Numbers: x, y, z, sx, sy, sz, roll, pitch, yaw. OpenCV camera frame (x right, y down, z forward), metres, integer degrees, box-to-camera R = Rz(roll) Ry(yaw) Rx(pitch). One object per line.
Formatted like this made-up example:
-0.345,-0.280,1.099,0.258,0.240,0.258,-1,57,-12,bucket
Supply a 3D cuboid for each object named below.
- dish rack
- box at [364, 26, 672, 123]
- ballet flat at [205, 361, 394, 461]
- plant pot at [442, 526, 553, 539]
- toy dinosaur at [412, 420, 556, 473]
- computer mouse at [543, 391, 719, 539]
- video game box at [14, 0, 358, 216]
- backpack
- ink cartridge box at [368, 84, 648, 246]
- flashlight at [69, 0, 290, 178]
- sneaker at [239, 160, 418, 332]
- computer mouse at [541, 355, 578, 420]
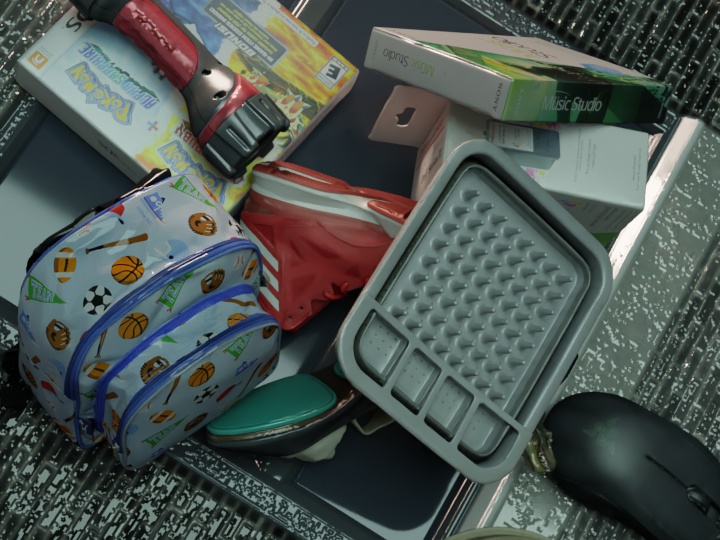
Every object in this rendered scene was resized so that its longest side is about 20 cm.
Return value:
0.076,0.028,1.118,0.172,0.044,0.200,40,72,-23,dish rack
0.122,-0.148,1.214,0.200,0.144,0.036,-7,115,-45,box
-0.017,0.100,1.177,0.200,0.073,0.073,-27,81,-19,ballet flat
0.125,0.262,1.097,0.200,0.184,0.201,4,72,-12,plant pot
0.069,0.079,1.163,0.088,0.047,0.200,-37,111,-18,toy dinosaur
0.234,0.155,1.220,0.200,0.053,0.139,28,70,-8,computer mouse
-0.133,-0.152,1.242,0.200,0.047,0.182,40,71,1,video game box
-0.146,0.031,1.093,0.200,0.191,0.154,-39,66,-22,backpack
0.108,-0.076,1.235,0.199,0.117,0.068,11,71,-8,ink cartridge box
-0.143,-0.158,1.183,0.200,0.068,0.068,45,72,2,flashlight
0.000,0.000,1.198,0.200,0.078,0.116,21,104,10,sneaker
0.080,0.027,1.236,0.200,0.044,0.110,37,70,0,computer mouse
